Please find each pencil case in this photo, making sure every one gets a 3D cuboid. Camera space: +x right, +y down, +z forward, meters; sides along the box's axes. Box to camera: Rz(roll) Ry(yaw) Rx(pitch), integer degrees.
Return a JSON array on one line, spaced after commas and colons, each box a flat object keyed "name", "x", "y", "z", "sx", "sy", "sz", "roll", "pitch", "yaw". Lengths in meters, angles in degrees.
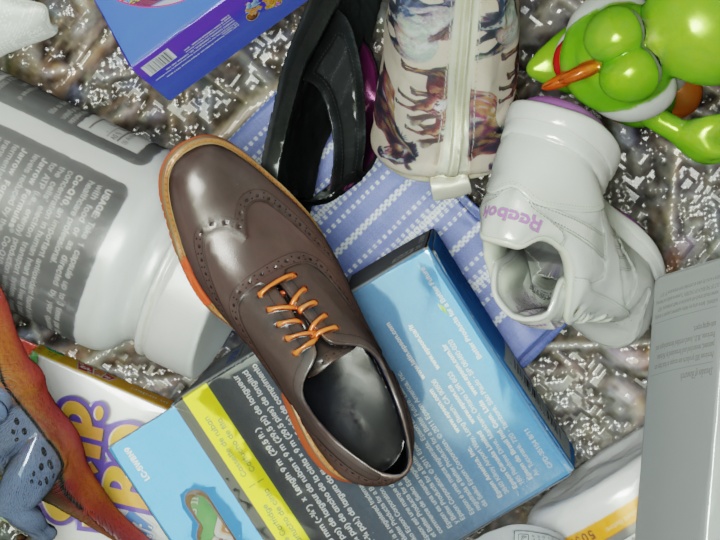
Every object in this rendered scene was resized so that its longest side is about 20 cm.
[{"name": "pencil case", "x": 0.047, "y": -0.137, "z": 1.476, "sx": 0.078, "sy": 0.089, "sz": 0.200, "roll": 4, "pitch": 125, "yaw": 2}]

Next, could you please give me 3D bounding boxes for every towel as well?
[{"name": "towel", "x": 0.000, "y": 0.000, "z": 1.610, "sx": 0.200, "sy": 0.024, "sz": 0.145, "roll": 44, "pitch": 101, "yaw": 1}]

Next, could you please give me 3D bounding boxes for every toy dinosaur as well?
[{"name": "toy dinosaur", "x": -0.184, "y": 0.063, "z": 1.555, "sx": 0.200, "sy": 0.105, "sz": 0.182, "roll": 0, "pitch": 125, "yaw": -25}]

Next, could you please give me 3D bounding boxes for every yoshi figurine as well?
[{"name": "yoshi figurine", "x": 0.156, "y": -0.115, "z": 1.486, "sx": 0.112, "sy": 0.200, "sz": 0.112, "roll": 32, "pitch": 98, "yaw": 2}]

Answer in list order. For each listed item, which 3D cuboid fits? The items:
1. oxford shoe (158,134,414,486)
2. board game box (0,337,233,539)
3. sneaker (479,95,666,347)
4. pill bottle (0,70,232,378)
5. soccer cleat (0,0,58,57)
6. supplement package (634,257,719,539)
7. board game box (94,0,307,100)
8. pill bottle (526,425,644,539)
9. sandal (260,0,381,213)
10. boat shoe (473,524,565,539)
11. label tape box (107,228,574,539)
[{"name": "oxford shoe", "x": -0.029, "y": 0.019, "z": 1.482, "sx": 0.071, "sy": 0.073, "sz": 0.200, "roll": -36, "pitch": 102, "yaw": -10}, {"name": "board game box", "x": -0.120, "y": 0.116, "z": 1.632, "sx": 0.200, "sy": 0.030, "sz": 0.096, "roll": 23, "pitch": 98, "yaw": 5}, {"name": "sneaker", "x": 0.096, "y": -0.003, "z": 1.502, "sx": 0.075, "sy": 0.200, "sz": 0.100, "roll": 13, "pitch": 66, "yaw": 26}, {"name": "pill bottle", "x": -0.156, "y": -0.028, "z": 1.565, "sx": 0.200, "sy": 0.113, "sz": 0.113, "roll": 26, "pitch": 99, "yaw": 8}, {"name": "soccer cleat", "x": -0.192, "y": -0.200, "z": 1.555, "sx": 0.086, "sy": 0.070, "sz": 0.200, "roll": -9, "pitch": 71, "yaw": 13}, {"name": "supplement package", "x": 0.205, "y": 0.102, "z": 1.454, "sx": 0.117, "sy": 0.117, "sz": 0.200, "roll": 7, "pitch": 82, "yaw": -12}, {"name": "board game box", "x": -0.056, "y": -0.201, "z": 1.543, "sx": 0.200, "sy": 0.045, "sz": 0.134, "roll": -35, "pitch": 60, "yaw": 9}, {"name": "pill bottle", "x": 0.184, "y": 0.182, "z": 1.562, "sx": 0.116, "sy": 0.116, "sz": 0.200, "roll": -33, "pitch": 92, "yaw": 9}, {"name": "sandal", "x": -0.009, "y": -0.097, "z": 1.545, "sx": 0.048, "sy": 0.075, "sz": 0.200, "roll": 14, "pitch": 81, "yaw": 18}, {"name": "boat shoe", "x": 0.041, "y": 0.200, "z": 1.553, "sx": 0.072, "sy": 0.071, "sz": 0.200, "roll": 18, "pitch": 143, "yaw": -19}, {"name": "label tape box", "x": -0.009, "y": 0.091, "z": 1.573, "sx": 0.200, "sy": 0.063, "sz": 0.144, "roll": -31, "pitch": 99, "yaw": 9}]
